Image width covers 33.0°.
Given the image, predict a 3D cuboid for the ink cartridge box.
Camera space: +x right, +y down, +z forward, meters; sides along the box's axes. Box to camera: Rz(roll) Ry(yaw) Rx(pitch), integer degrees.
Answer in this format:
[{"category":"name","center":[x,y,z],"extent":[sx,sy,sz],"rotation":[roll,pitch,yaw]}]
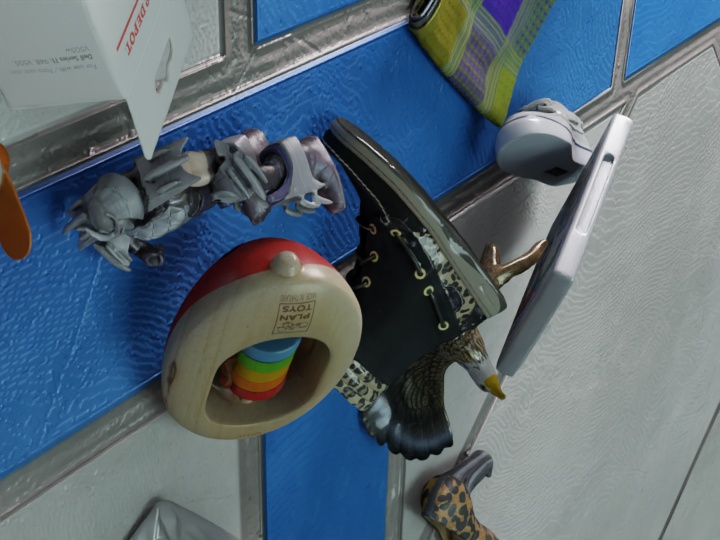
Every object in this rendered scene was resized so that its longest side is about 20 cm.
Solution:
[{"category":"ink cartridge box","center":[-0.147,-0.161,0.583],"extent":[0.202,0.066,0.118],"rotation":[75,17,-45]}]

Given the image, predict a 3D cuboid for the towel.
[{"category":"towel","center":[0.109,-0.221,1.026],"extent":[0.145,0.023,0.200],"rotation":[-64,149,-8]}]

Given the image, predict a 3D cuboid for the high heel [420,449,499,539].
[{"category":"high heel","center":[0.100,0.304,1.285],"extent":[0.142,0.070,0.204],"rotation":[-20,110,-58]}]

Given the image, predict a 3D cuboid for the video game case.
[{"category":"video game case","center":[0.186,-0.019,1.123],"extent":[0.201,0.023,0.184],"rotation":[107,8,-61]}]

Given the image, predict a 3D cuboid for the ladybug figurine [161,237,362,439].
[{"category":"ladybug figurine","center":[-0.070,0.043,0.820],"extent":[0.134,0.073,0.201],"rotation":[-3,146,-24]}]

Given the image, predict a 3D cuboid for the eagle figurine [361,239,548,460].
[{"category":"eagle figurine","center":[0.076,0.066,1.087],"extent":[0.149,0.153,0.201],"rotation":[0,152,-16]}]

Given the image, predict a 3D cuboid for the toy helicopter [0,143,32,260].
[{"category":"toy helicopter","center":[-0.210,-0.081,0.577],"extent":[0.131,0.078,0.203],"rotation":[15,85,-53]}]

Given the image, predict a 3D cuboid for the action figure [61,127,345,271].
[{"category":"action figure","center":[-0.094,-0.046,0.737],"extent":[0.199,0.129,0.071],"rotation":[-23,100,-55]}]

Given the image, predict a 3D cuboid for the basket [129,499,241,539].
[{"category":"basket","center":[-0.088,0.281,0.873],"extent":[0.136,0.198,0.124],"rotation":[-55,152,-18]}]

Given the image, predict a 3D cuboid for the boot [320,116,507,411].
[{"category":"boot","center":[0.001,0.001,0.935],"extent":[0.153,0.074,0.204],"rotation":[-39,112,7]}]

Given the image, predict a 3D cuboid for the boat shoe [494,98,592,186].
[{"category":"boat shoe","center":[0.169,-0.127,1.145],"extent":[0.200,0.073,0.066],"rotation":[17,58,-67]}]
